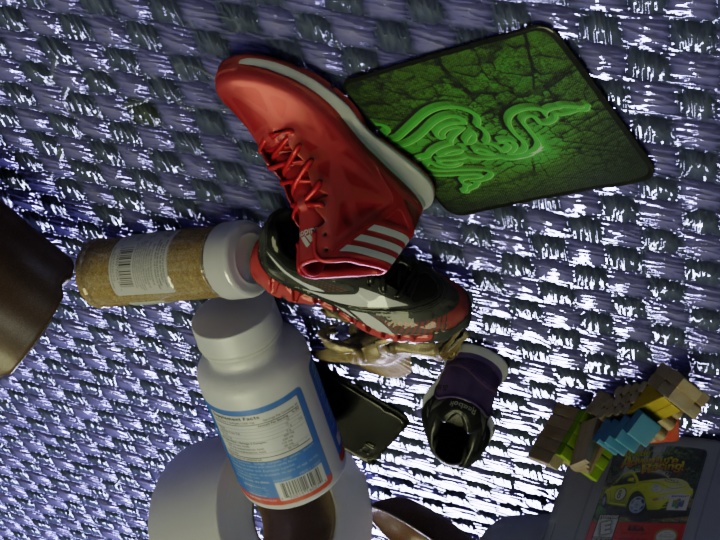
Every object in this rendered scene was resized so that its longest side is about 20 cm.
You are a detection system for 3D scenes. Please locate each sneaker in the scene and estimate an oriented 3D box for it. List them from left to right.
[{"bbox_3d":[-0.040,-0.070,1.188,0.199,0.116,0.078,33,151,-13],"label":"sneaker"},{"bbox_3d":[0.000,0.000,1.312,0.199,0.071,0.098,20,151,9],"label":"sneaker"},{"bbox_3d":[0.083,0.150,1.463,0.075,0.088,0.201,18,148,9],"label":"sneaker"}]

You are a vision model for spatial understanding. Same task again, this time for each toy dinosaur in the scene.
[{"bbox_3d":[-0.001,0.068,1.428,0.199,0.059,0.101,-7,139,40],"label":"toy dinosaur"}]

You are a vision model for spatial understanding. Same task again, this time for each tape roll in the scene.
[{"bbox_3d":[-0.105,0.265,1.652,0.202,0.204,0.139,39,145,-23],"label":"tape roll"}]

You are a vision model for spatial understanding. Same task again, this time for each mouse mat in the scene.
[{"bbox_3d":[0.099,-0.105,1.153,0.199,0.008,0.161,-9,136,43],"label":"mouse mat"}]

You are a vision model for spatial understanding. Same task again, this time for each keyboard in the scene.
[{"bbox_3d":[-0.054,0.123,1.581,0.199,0.040,0.104,32,124,-12],"label":"keyboard"}]

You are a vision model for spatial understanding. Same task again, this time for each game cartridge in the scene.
[{"bbox_3d":[0.259,0.209,1.391,0.199,0.134,0.041,-6,131,37],"label":"game cartridge"}]

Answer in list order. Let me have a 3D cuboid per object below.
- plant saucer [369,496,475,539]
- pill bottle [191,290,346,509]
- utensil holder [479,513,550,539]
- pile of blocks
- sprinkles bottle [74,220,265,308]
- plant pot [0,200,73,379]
[{"bbox_3d":[0.094,0.304,1.690,0.200,0.035,0.200,36,165,11],"label":"plant saucer"},{"bbox_3d":[-0.091,0.118,1.492,0.111,0.112,0.201,3,126,30],"label":"pill bottle"},{"bbox_3d":[0.228,0.325,1.553,0.199,0.171,0.170,-8,137,42],"label":"utensil holder"},{"bbox_3d":[0.231,0.145,1.364,0.062,0.083,0.200,35,146,-17],"label":"pile of blocks"},{"bbox_3d":[-0.171,-0.004,1.422,0.199,0.069,0.068,-5,139,39],"label":"sprinkles bottle"},{"bbox_3d":[-0.385,-0.001,1.438,0.198,0.201,0.200,37,146,-20],"label":"plant pot"}]
